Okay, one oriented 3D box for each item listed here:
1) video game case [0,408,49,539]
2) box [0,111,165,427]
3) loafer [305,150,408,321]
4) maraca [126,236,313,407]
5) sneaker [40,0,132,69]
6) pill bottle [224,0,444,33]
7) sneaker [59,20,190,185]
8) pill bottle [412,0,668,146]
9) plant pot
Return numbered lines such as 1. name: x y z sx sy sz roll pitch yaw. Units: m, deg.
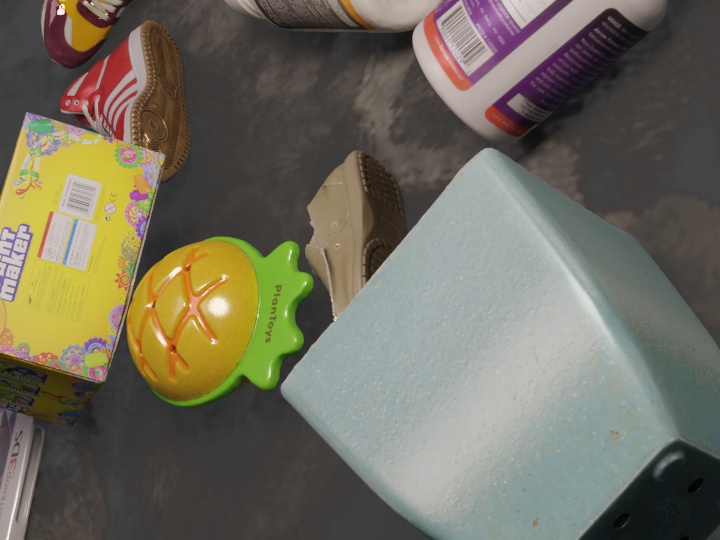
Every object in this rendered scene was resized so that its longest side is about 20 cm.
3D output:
1. video game case: -0.363 0.199 1.571 0.199 0.023 0.183 -15 57 41
2. box: -0.259 0.006 1.441 0.193 0.121 0.201 135 149 -67
3. loafer: 0.000 0.000 1.269 0.068 0.076 0.201 -36 36 29
4. maraca: -0.108 0.038 1.327 0.199 0.107 0.138 -6 72 47
5. sneaker: -0.248 -0.291 1.697 0.090 0.075 0.201 17 81 55
6. pill bottle: -0.027 -0.254 1.409 0.199 0.116 0.117 10 76 48
7. sneaker: -0.219 -0.131 1.575 0.112 0.071 0.201 -32 40 25
8. pill bottle: 0.142 -0.188 1.194 0.200 0.111 0.112 -39 44 24
9. plant pot: 0.116 0.086 1.009 0.196 0.196 0.200 -50 50 12
